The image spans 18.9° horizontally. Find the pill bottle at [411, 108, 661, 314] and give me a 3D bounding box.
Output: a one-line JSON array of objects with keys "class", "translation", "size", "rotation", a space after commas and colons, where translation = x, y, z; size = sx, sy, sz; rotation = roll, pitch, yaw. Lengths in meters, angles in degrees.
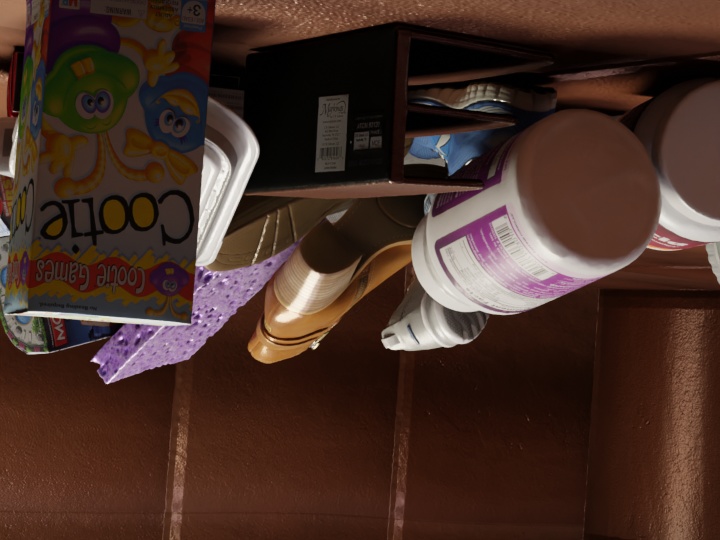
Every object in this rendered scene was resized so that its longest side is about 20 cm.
[{"class": "pill bottle", "translation": [0.113, -0.032, 1.490], "size": [0.112, 0.113, 0.200], "rotation": [5, 165, -23]}]

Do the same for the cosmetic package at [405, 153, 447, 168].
[{"class": "cosmetic package", "translation": [0.051, -0.085, 1.900], "size": [0.050, 0.083, 0.200], "rotation": [6, 177, -24]}]

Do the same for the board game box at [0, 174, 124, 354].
[{"class": "board game box", "translation": [-0.262, -0.036, 1.739], "size": [0.061, 0.201, 0.200], "rotation": [-10, -178, 32]}]

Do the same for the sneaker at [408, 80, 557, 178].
[{"class": "sneaker", "translation": [0.080, -0.093, 1.636], "size": [0.078, 0.090, 0.200], "rotation": [6, 179, -21]}]

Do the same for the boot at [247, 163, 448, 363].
[{"class": "boot", "translation": [0.000, 0.000, 1.775], "size": [0.200, 0.077, 0.155], "rotation": [-35, 166, -36]}]

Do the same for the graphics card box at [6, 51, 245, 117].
[{"class": "graphics card box", "translation": [-0.172, -0.129, 1.668], "size": [0.199, 0.051, 0.125], "rotation": [4, 177, -11]}]

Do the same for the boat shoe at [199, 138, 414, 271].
[{"class": "boat shoe", "translation": [-0.050, -0.068, 1.621], "size": [0.200, 0.063, 0.073], "rotation": [-33, 160, -28]}]

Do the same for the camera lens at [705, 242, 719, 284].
[{"class": "camera lens", "translation": [0.377, -0.032, 1.686], "size": [0.159, 0.161, 0.200], "rotation": [5, 177, -18]}]

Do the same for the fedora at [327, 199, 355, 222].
[{"class": "fedora", "translation": [-0.070, -0.092, 1.838], "size": [0.176, 0.091, 0.200], "rotation": [5, 170, -35]}]

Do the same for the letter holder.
[{"class": "letter holder", "translation": [0.027, -0.100, 1.484], "size": [0.142, 0.101, 0.200], "rotation": [4, 178, -32]}]

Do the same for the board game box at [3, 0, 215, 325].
[{"class": "board game box", "translation": [-0.155, -0.069, 1.332], "size": [0.104, 0.201, 0.103], "rotation": [5, 177, -17]}]

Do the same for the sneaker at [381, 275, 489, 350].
[{"class": "sneaker", "translation": [0.075, 0.008, 1.766], "size": [0.082, 0.075, 0.200], "rotation": [-18, -170, 30]}]

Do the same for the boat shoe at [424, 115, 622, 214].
[{"class": "boat shoe", "translation": [0.156, -0.049, 1.704], "size": [0.199, 0.091, 0.071], "rotation": [-21, 145, -7]}]

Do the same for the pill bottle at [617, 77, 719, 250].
[{"class": "pill bottle", "translation": [0.236, -0.074, 1.522], "size": [0.114, 0.115, 0.200], "rotation": [4, 177, -4]}]

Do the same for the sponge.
[{"class": "sponge", "translation": [-0.124, 0.017, 1.763], "size": [0.200, 0.030, 0.111], "rotation": [-44, 163, 30]}]

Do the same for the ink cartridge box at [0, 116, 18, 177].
[{"class": "ink cartridge box", "translation": [-0.164, -0.078, 1.661], "size": [0.161, 0.050, 0.200], "rotation": [1, 170, 23]}]

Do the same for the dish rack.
[{"class": "dish rack", "translation": [-0.166, -0.074, 1.488], "size": [0.171, 0.044, 0.200], "rotation": [32, 146, 1]}]
